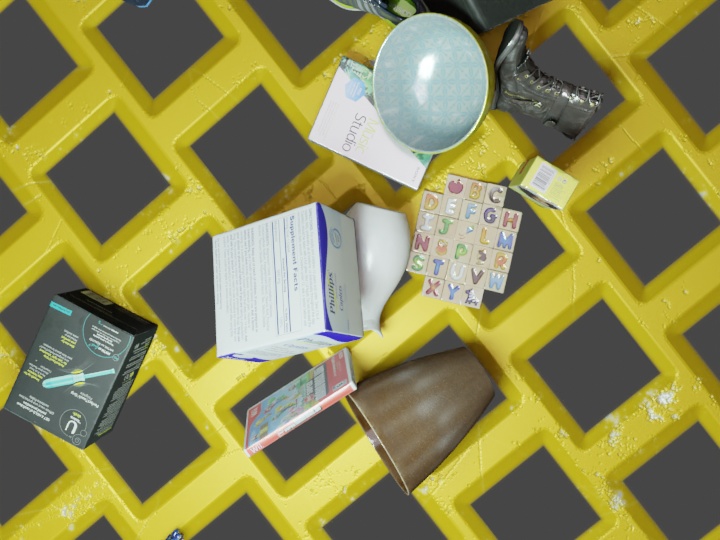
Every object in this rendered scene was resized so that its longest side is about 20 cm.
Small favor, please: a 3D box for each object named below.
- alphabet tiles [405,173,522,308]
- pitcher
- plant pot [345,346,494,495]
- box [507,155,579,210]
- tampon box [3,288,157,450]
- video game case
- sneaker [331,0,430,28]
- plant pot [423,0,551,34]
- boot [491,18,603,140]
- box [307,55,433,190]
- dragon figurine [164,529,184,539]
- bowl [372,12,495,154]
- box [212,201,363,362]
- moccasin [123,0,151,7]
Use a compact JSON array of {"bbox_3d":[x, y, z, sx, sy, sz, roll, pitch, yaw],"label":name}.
[{"bbox_3d":[0.168,-0.047,1.397,0.164,0.006,0.203,13,93,4],"label":"alphabet tiles"},{"bbox_3d":[0.000,0.000,1.330,0.120,0.171,0.203,15,95,24],"label":"pitcher"},{"bbox_3d":[0.103,0.211,1.343,0.199,0.187,0.188,-33,90,-9],"label":"plant pot"},{"bbox_3d":[0.270,-0.129,1.289,0.075,0.200,0.051,31,97,3],"label":"box"},{"bbox_3d":[-0.446,0.154,1.389,0.148,0.126,0.202,27,95,3],"label":"tampon box"},{"bbox_3d":[-0.096,0.205,1.360,0.198,0.143,0.018,-33,106,5],"label":"video game case"},{"bbox_3d":[0.021,-0.438,1.350,0.197,0.081,0.075,23,94,3],"label":"sneaker"},{"bbox_3d":[0.186,-0.456,1.276,0.197,0.200,0.179,-27,102,-8],"label":"plant pot"},{"bbox_3d":[0.283,-0.283,1.295,0.172,0.201,0.070,19,67,6],"label":"boot"},{"bbox_3d":[0.032,-0.235,1.382,0.198,0.036,0.146,24,94,0],"label":"box"},{"bbox_3d":[-0.322,0.532,1.432,0.098,0.059,0.202,28,94,2],"label":"dragon figurine"},{"bbox_3d":[0.126,-0.283,1.297,0.198,0.107,0.204,11,109,32],"label":"bowl"},{"bbox_3d":[-0.106,0.023,1.239,0.198,0.104,0.187,-15,71,31],"label":"box"},{"bbox_3d":[-0.421,-0.498,1.384,0.198,0.068,0.081,25,94,3],"label":"moccasin"}]
